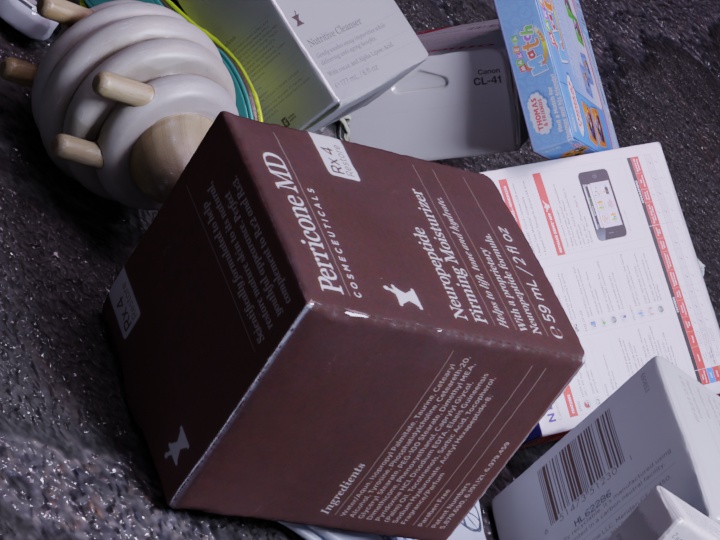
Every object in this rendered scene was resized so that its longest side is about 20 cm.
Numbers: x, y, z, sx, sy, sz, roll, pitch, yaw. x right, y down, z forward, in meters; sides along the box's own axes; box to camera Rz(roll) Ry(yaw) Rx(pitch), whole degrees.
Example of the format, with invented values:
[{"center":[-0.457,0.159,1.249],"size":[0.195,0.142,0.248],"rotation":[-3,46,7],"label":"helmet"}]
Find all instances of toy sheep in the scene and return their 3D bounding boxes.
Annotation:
[{"center":[-0.147,-0.110,1.404],"size":[0.138,0.138,0.200],"rotation":[22,27,-45],"label":"toy sheep"}]

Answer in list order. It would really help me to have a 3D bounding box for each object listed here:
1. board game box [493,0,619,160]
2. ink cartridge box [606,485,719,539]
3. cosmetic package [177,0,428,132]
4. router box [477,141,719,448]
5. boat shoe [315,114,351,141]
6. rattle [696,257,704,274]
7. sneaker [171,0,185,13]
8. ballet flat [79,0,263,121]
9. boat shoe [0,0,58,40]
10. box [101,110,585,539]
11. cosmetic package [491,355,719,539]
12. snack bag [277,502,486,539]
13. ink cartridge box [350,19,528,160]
[{"center":[0.151,-0.154,1.708],"size":[0.200,0.037,0.152],"rotation":[16,59,-73],"label":"board game box"},{"center":[0.197,0.247,1.353],"size":[0.200,0.176,0.045],"rotation":[34,13,-27],"label":"ink cartridge box"},{"center":[-0.058,-0.196,1.534],"size":[0.113,0.081,0.200],"rotation":[-33,90,-46],"label":"cosmetic package"},{"center":[0.168,0.015,1.646],"size":[0.179,0.049,0.201],"rotation":[-10,78,-28],"label":"router box"},{"center":[-0.043,-0.107,1.654],"size":[0.071,0.064,0.200],"rotation":[23,33,-44],"label":"boat shoe"},{"center":[0.164,0.012,1.692],"size":[0.200,0.130,0.143],"rotation":[30,6,2],"label":"rattle"},{"center":[-0.078,-0.194,1.608],"size":[0.199,0.088,0.076],"rotation":[12,14,-12],"label":"sneaker"},{"center":[-0.121,-0.135,1.510],"size":[0.200,0.067,0.067],"rotation":[51,-1,24],"label":"ballet flat"},{"center":[-0.220,-0.233,1.552],"size":[0.074,0.068,0.200],"rotation":[36,25,-21],"label":"boat shoe"},{"center":[-0.013,0.037,1.289],"size":[0.200,0.164,0.166],"rotation":[12,37,-35],"label":"box"},{"center":[0.222,0.200,1.471],"size":[0.200,0.167,0.167],"rotation":[33,25,-27],"label":"cosmetic package"},{"center":[0.010,0.133,1.405],"size":[0.188,0.021,0.200],"rotation":[35,25,-25],"label":"snack bag"},{"center":[0.069,-0.144,1.772],"size":[0.200,0.147,0.086],"rotation":[-48,131,-70],"label":"ink cartridge box"}]
